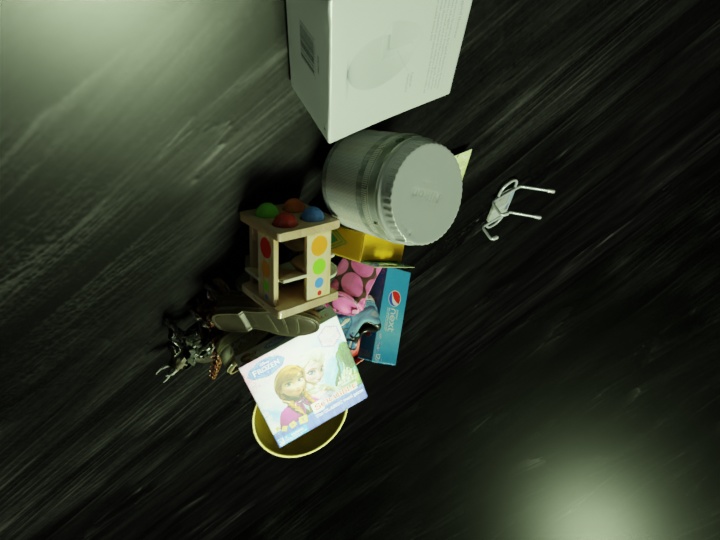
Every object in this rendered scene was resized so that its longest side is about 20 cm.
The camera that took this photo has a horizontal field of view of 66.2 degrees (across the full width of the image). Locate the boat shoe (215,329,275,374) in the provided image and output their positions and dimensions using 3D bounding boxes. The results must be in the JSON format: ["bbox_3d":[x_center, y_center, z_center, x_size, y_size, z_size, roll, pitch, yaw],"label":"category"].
[{"bbox_3d":[-0.170,0.117,1.024,0.197,0.063,0.074,-32,155,-9],"label":"boat shoe"}]

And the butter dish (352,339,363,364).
[{"bbox_3d":[-0.036,0.102,1.293,0.196,0.201,0.150,-31,133,-4],"label":"butter dish"}]

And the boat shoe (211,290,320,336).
[{"bbox_3d":[-0.161,0.065,0.962,0.193,0.069,0.073,5,138,9],"label":"boat shoe"}]

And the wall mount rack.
[{"bbox_3d":[0.413,-0.164,1.466,0.170,0.075,0.202,-27,155,-15],"label":"wall mount rack"}]

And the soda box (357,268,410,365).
[{"bbox_3d":[0.052,0.098,1.209,0.066,0.207,0.064,14,174,-31],"label":"soda box"}]

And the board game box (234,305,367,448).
[{"bbox_3d":[-0.103,0.199,1.021,0.196,0.041,0.204,-27,119,-12],"label":"board game box"}]

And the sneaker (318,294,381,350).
[{"bbox_3d":[-0.042,0.124,1.125,0.196,0.091,0.079,-24,155,-18],"label":"sneaker"}]

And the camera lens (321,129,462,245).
[{"bbox_3d":[0.042,-0.134,0.867,0.156,0.198,0.165,-12,111,-33],"label":"camera lens"}]

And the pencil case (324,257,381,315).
[{"bbox_3d":[0.000,0.000,1.112,0.203,0.092,0.091,-61,180,-33],"label":"pencil case"}]

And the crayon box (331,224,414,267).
[{"bbox_3d":[-0.008,-0.053,0.999,0.124,0.196,0.053,0,104,-51],"label":"crayon box"}]

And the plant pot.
[{"bbox_3d":[-0.139,0.254,1.135,0.194,0.142,0.206,-8,114,-20],"label":"plant pot"}]

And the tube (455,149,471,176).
[{"bbox_3d":[0.190,-0.177,1.203,0.202,0.050,0.059,98,12,-54],"label":"tube"}]

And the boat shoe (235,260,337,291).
[{"bbox_3d":[-0.137,0.031,1.056,0.193,0.075,0.068,-12,127,-5],"label":"boat shoe"}]

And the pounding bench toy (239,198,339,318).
[{"bbox_3d":[-0.141,-0.044,0.942,0.122,0.198,0.161,-16,119,-37],"label":"pounding bench toy"}]

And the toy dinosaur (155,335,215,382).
[{"bbox_3d":[-0.326,0.163,1.148,0.100,0.079,0.199,-23,172,21],"label":"toy dinosaur"}]

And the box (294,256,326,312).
[{"bbox_3d":[-0.149,0.087,1.165,0.199,0.110,0.127,-41,154,15],"label":"box"}]

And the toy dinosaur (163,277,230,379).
[{"bbox_3d":[-0.280,0.118,1.035,0.134,0.206,0.101,-20,-163,-39],"label":"toy dinosaur"}]

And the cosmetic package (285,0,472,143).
[{"bbox_3d":[0.020,-0.299,0.669,0.196,0.125,0.201,-24,154,-18],"label":"cosmetic package"}]
